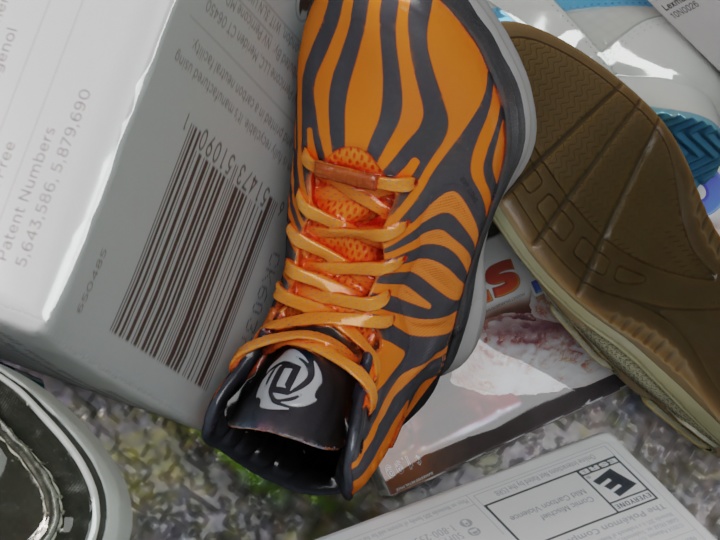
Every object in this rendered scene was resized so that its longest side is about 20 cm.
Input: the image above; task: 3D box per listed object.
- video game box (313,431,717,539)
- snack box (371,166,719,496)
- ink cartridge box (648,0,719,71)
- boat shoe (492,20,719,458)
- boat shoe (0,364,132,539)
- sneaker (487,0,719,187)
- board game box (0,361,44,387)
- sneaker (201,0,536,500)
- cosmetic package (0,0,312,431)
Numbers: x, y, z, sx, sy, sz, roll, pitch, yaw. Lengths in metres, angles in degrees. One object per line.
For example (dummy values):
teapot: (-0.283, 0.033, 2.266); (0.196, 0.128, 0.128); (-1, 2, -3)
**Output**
video game box: (0.045, 0.142, 0.721); (0.199, 0.182, 0.047); (-17, 128, -25)
snack box: (0.083, 0.011, 0.906); (0.199, 0.024, 0.072); (-24, 87, -10)
ink cartridge box: (0.198, -0.115, 0.870); (0.200, 0.084, 0.145); (42, 61, -14)
boat shoe: (0.091, -0.002, 0.853); (0.200, 0.065, 0.072); (45, 69, -15)
boat shoe: (-0.157, 0.037, 0.662); (0.199, 0.064, 0.071); (25, 84, 9)
sneaker: (0.039, -0.085, 0.895); (0.198, 0.077, 0.081); (12, 58, -2)
board game box: (-0.215, 0.049, 0.776); (0.198, 0.151, 0.047); (0, 81, 6)
sneaker: (0.000, 0.000, 0.763); (0.077, 0.201, 0.112); (17, 49, 19)
cosmetic package: (-0.125, -0.064, 0.784); (0.199, 0.165, 0.166); (18, 81, 19)
